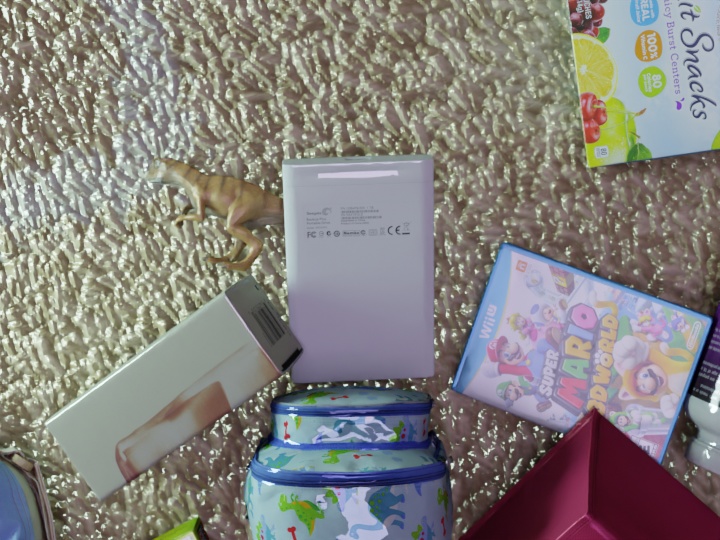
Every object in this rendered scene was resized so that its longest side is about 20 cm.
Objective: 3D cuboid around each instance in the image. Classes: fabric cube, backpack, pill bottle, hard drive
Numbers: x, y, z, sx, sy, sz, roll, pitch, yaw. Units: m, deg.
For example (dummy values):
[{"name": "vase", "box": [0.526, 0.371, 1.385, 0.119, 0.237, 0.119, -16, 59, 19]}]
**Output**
[{"name": "fabric cube", "box": [0.202, 0.278, 1.027, 0.199, 0.196, 0.200, 41, 113, -2]}, {"name": "backpack", "box": [-0.010, 0.174, 1.037, 0.180, 0.200, 0.149, -1, 94, -1]}, {"name": "pill bottle", "box": [0.357, 0.085, 1.085, 0.111, 0.112, 0.202, 20, 93, -3]}, {"name": "hard drive", "box": [0.000, 0.000, 1.086, 0.130, 0.027, 0.203, -2, 109, -2]}]

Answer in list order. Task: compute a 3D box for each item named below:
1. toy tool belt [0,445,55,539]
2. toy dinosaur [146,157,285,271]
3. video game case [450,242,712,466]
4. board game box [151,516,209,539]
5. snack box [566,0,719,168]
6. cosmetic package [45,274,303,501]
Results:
[{"name": "toy tool belt", "box": [-0.343, 0.196, 1.068, 0.124, 0.123, 0.202, -23, 93, 0]}, {"name": "toy dinosaur", "box": [-0.099, -0.053, 1.091, 0.197, 0.060, 0.108, 12, 92, -2]}, {"name": "video game case", "box": [0.197, 0.075, 1.104, 0.198, 0.018, 0.145, 20, 93, 12]}, {"name": "board game box", "box": [-0.216, 0.318, 1.116, 0.198, 0.048, 0.103, -26, 94, 0]}, {"name": "snack box", "box": [0.270, -0.200, 1.065, 0.167, 0.068, 0.203, -6, 95, 19]}, {"name": "cosmetic package", "box": [-0.157, 0.100, 1.061, 0.199, 0.103, 0.088, -35, 93, 13]}]
